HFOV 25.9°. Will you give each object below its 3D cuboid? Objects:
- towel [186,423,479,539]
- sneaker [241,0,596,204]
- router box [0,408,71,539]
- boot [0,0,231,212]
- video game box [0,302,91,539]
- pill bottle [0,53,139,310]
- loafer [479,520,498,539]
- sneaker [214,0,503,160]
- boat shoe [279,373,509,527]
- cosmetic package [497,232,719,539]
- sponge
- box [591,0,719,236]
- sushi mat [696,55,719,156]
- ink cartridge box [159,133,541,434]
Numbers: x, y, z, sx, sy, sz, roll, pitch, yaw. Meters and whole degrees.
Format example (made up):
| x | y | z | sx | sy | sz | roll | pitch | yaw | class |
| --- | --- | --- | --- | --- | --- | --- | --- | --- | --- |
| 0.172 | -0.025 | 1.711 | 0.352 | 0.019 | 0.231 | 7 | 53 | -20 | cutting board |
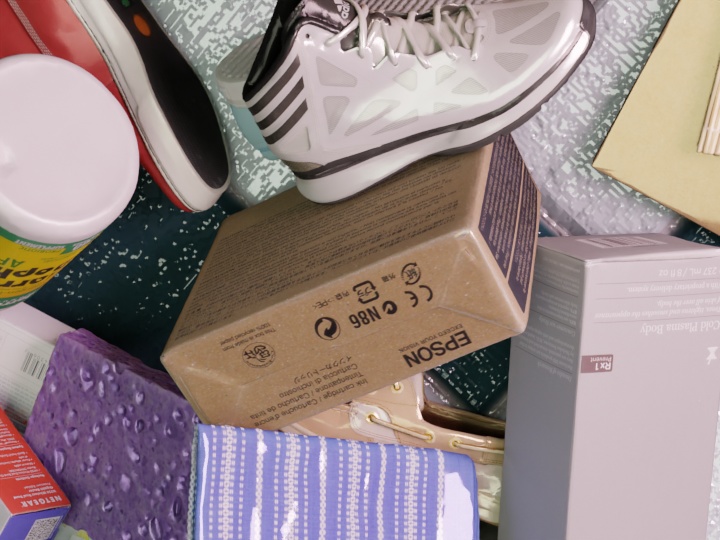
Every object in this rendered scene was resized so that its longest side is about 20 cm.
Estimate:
| x | y | z | sx | sy | sz | roll | pitch | yaw | class |
| --- | --- | --- | --- | --- | --- | --- | --- | --- | --- |
| -0.009 | 0.166 | 0.877 | 0.024 | 0.199 | 0.146 | -17 | 68 | 50 | towel |
| 0.024 | -0.120 | 0.860 | 0.199 | 0.076 | 0.115 | -27 | 131 | 17 | sneaker |
| -0.289 | 0.162 | 1.005 | 0.180 | 0.049 | 0.201 | 46 | 117 | 28 | router box |
| -0.182 | -0.102 | 0.994 | 0.144 | 0.072 | 0.201 | -32 | 93 | 23 | boot |
| -0.179 | 0.144 | 1.037 | 0.199 | 0.047 | 0.183 | 28 | 108 | 1 | video game box |
| -0.222 | -0.040 | 0.950 | 0.113 | 0.113 | 0.200 | 55 | 142 | -2 | pill bottle |
| 0.000 | 0.166 | 0.984 | 0.198 | 0.070 | 0.070 | 0 | 115 | -10 | loafer |
| 0.016 | -0.122 | 0.954 | 0.198 | 0.074 | 0.082 | -15 | 128 | 9 | sneaker |
| 0.025 | 0.092 | 0.986 | 0.199 | 0.074 | 0.070 | 22 | 101 | -4 | boat shoe |
| 0.148 | 0.082 | 0.930 | 0.106 | 0.090 | 0.202 | -5 | 101 | -24 | cosmetic package |
| -0.115 | 0.126 | 0.951 | 0.199 | 0.030 | 0.112 | 25 | 103 | 18 | sponge |
| 0.260 | -0.086 | 0.923 | 0.199 | 0.021 | 0.164 | 29 | 105 | 5 | box |
| 0.262 | -0.154 | 0.892 | 0.095 | 0.012 | 0.202 | 14 | 101 | 10 | sushi mat |
| 0.000 | 0.000 | 0.907 | 0.199 | 0.165 | 0.075 | -23 | 113 | 22 | ink cartridge box |
